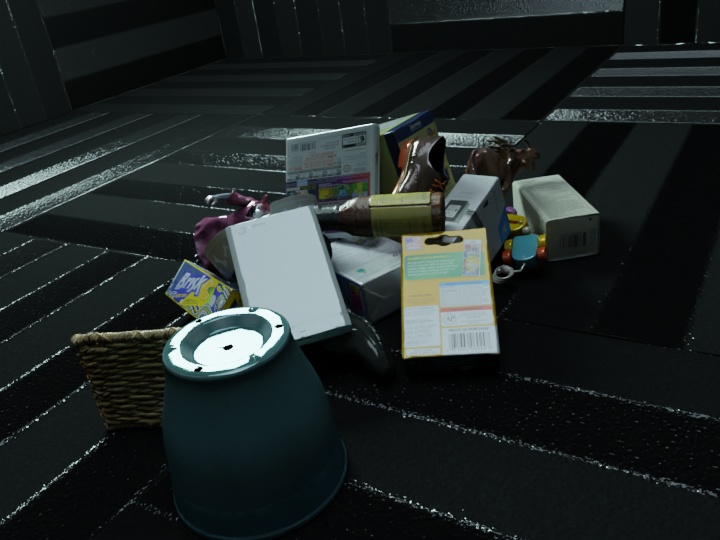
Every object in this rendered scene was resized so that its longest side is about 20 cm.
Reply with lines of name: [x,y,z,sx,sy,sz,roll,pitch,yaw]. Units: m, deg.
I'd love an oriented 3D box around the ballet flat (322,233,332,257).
ballet flat: [-0.097,0.037,1.054,0.068,0.068,0.200,30,85,21]

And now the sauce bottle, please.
sauce bottle: [0.025,-0.082,1.021,0.200,0.066,0.066,0,28,13]

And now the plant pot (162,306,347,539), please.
plant pot: [-0.124,0.150,0.748,0.200,0.188,0.200,-6,26,3]

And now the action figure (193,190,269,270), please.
action figure: [-0.219,-0.077,1.282,0.200,0.134,0.149,-27,-10,29]

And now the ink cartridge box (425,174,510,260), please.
ink cartridge box: [0.156,-0.043,1.076,0.067,0.116,0.200,12,51,36]

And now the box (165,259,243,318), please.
box: [-0.232,0.045,1.076,0.200,0.064,0.070,22,82,54]

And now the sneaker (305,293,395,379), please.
sneaker: [-0.026,0.096,0.960,0.091,0.076,0.200,-40,45,-9]

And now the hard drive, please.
hard drive: [-0.102,0.010,0.950,0.132,0.026,0.200,-15,61,-7]

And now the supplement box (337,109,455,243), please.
supplement box: [0.046,-0.156,1.242,0.200,0.200,0.134,-8,21,39]

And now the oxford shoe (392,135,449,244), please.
oxford shoe: [0.097,-0.123,1.080,0.072,0.200,0.071,-10,-23,39]

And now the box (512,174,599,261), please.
box: [0.342,-0.098,1.222,0.095,0.078,0.200,-9,27,1]

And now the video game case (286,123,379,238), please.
video game case: [-0.050,-0.146,1.175,0.200,0.183,0.023,0,-1,38]

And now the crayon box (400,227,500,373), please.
crayon box: [0.121,0.040,0.950,0.126,0.052,0.200,-4,57,8]

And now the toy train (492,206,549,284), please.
toy train: [0.229,-0.034,1.165,0.150,0.056,0.200,-31,37,-7]

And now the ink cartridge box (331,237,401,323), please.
ink cartridge box: [0.000,0.000,1.131,0.136,0.076,0.200,-24,32,-30]

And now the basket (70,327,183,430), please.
basket: [-0.246,0.107,0.912,0.200,0.149,0.143,-6,27,7]

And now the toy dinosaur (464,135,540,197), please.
toy dinosaur: [0.231,-0.184,1.221,0.086,0.136,0.200,19,9,35]

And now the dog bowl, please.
dog bowl: [-0.146,-0.046,1.101,0.200,0.059,0.200,-28,-7,-4]
